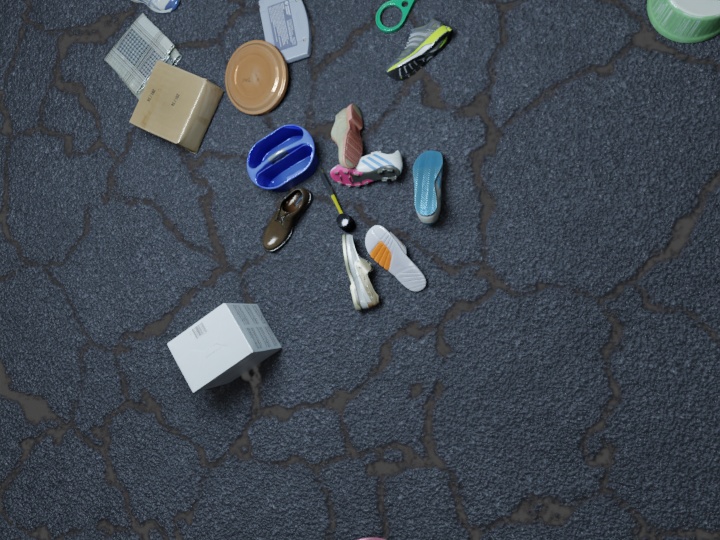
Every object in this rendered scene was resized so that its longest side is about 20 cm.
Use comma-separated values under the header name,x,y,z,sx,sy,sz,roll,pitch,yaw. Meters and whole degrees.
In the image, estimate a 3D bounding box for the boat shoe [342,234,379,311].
name,x,y,z,sx,sy,sz,roll,pitch,yaw
boat shoe,0.000,0.000,1.442,0.068,0.075,0.202,-13,91,6

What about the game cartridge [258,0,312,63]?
name,x,y,z,sx,sy,sz,roll,pitch,yaw
game cartridge,-0.206,-0.680,1.548,0.132,0.041,0.202,-13,84,16

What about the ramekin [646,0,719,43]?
name,x,y,z,sx,sy,sz,roll,pitch,yaw
ramekin,0.785,-0.646,1.281,0.198,0.098,0.202,-1,86,13

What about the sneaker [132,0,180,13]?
name,x,y,z,sx,sy,sz,roll,pitch,yaw
sneaker,-0.632,-0.822,1.629,0.198,0.088,0.076,17,89,12

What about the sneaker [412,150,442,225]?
name,x,y,z,sx,sy,sz,roll,pitch,yaw
sneaker,0.172,-0.213,1.412,0.076,0.081,0.202,3,68,15

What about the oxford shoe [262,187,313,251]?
name,x,y,z,sx,sy,sz,roll,pitch,yaw
oxford shoe,-0.210,-0.142,1.490,0.072,0.084,0.201,33,96,11

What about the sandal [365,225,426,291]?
name,x,y,z,sx,sy,sz,roll,pitch,yaw
sandal,0.092,-0.032,1.430,0.079,0.059,0.207,-37,100,24

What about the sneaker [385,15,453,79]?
name,x,y,z,sx,sy,sz,roll,pitch,yaw
sneaker,0.143,-0.581,1.448,0.199,0.074,0.081,-37,73,1

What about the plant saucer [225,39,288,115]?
name,x,y,z,sx,sy,sz,roll,pitch,yaw
plant saucer,-0.295,-0.538,1.540,0.198,0.032,0.202,2,95,22

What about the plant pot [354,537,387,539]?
name,x,y,z,sx,sy,sz,roll,pitch,yaw
plant pot,0.022,0.786,1.331,0.198,0.200,0.181,-12,100,12

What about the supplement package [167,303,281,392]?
name,x,y,z,sx,sy,sz,roll,pitch,yaw
supplement package,-0.347,0.195,1.440,0.190,0.200,0.148,-34,79,8

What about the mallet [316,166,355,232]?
name,x,y,z,sx,sy,sz,roll,pitch,yaw
mallet,-0.068,-0.190,1.488,0.041,0.066,0.201,-28,66,8

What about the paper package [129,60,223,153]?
name,x,y,z,sx,sy,sz,roll,pitch,yaw
paper package,-0.522,-0.466,1.573,0.189,0.103,0.201,25,93,15

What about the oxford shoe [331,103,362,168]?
name,x,y,z,sx,sy,sz,roll,pitch,yaw
oxford shoe,-0.040,-0.343,1.455,0.073,0.071,0.202,-15,53,31

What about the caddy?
name,x,y,z,sx,sy,sz,roll,pitch,yaw
caddy,-0.209,-0.300,1.487,0.199,0.105,0.142,-30,81,9

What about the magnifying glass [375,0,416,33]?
name,x,y,z,sx,sy,sz,roll,pitch,yaw
magnifying glass,0.127,-0.718,1.482,0.200,0.022,0.080,-39,79,10

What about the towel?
name,x,y,z,sx,sy,sz,roll,pitch,yaw
towel,-0.653,-0.638,1.649,0.193,0.035,0.200,-45,79,7

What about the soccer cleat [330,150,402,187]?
name,x,y,z,sx,sy,sz,roll,pitch,yaw
soccer cleat,0.019,-0.273,1.461,0.198,0.070,0.087,0,56,21
